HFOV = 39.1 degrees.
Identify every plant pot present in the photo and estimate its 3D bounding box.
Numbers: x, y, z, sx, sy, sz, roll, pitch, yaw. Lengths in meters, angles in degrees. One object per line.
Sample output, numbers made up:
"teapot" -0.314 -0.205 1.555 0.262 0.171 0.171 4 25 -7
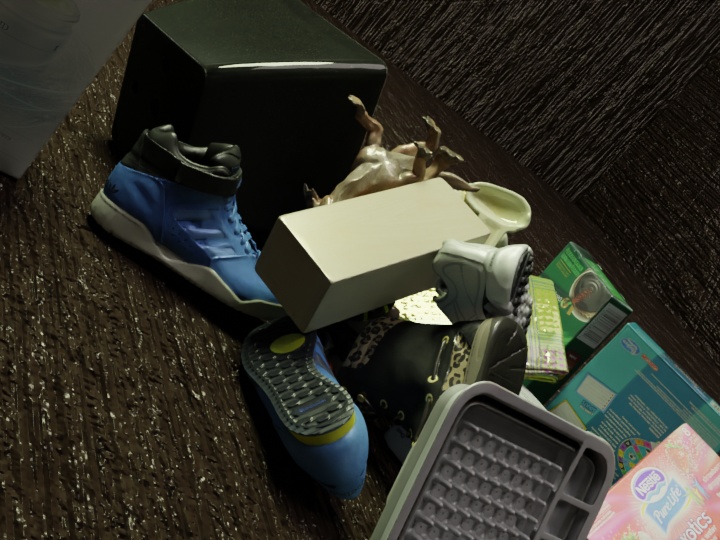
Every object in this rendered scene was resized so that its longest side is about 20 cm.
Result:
"plant pot" -0.126 -0.157 0.990 0.177 0.200 0.200 -3 36 -41

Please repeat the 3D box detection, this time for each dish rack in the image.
"dish rack" 0.094 0.177 0.751 0.200 0.172 0.043 29 -4 -38

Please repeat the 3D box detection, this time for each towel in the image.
"towel" 0.114 0.052 1.076 0.199 0.023 0.144 4 49 -4

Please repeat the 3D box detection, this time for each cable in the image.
"cable" -0.062 0.049 0.943 0.097 0.051 0.200 -2 31 -44

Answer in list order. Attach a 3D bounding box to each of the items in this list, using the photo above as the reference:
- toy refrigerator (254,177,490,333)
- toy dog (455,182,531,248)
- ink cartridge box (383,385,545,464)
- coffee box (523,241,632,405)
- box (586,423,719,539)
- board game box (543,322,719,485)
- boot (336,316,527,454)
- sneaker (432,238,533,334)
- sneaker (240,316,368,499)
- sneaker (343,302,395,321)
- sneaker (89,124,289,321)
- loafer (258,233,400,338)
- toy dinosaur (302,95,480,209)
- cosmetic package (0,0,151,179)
"toy refrigerator" 0.013 -0.015 0.870 0.200 0.070 0.076 -18 59 -43
"toy dog" 0.092 -0.026 1.233 0.193 0.140 0.200 25 -14 3
"ink cartridge box" 0.133 0.179 0.943 0.146 0.084 0.200 49 17 25
"coffee box" 0.217 0.078 1.196 0.044 0.200 0.123 29 22 -30
"box" 0.249 0.235 0.900 0.200 0.103 0.095 -26 66 -41
"board game box" 0.262 0.177 1.042 0.151 0.200 0.047 48 17 18
"boot" 0.042 0.125 0.831 0.150 0.201 0.073 6 -19 46
"sneaker" 0.107 0.034 0.896 0.081 0.075 0.200 14 -30 17
"sneaker" -0.044 0.105 0.793 0.200 0.066 0.079 -129 -161 -60
"sneaker" 0.000 0.000 0.975 0.200 0.076 0.076 -30 108 -52
"sneaker" -0.114 -0.044 0.860 0.200 0.111 0.077 32 10 -17
"loafer" -0.031 0.000 1.058 0.200 0.063 0.072 50 18 24
"toy dinosaur" 0.019 -0.079 0.966 0.200 0.136 0.086 2 38 -48
"cosmetic package" -0.289 -0.213 0.756 0.199 0.200 0.123 30 20 -34
